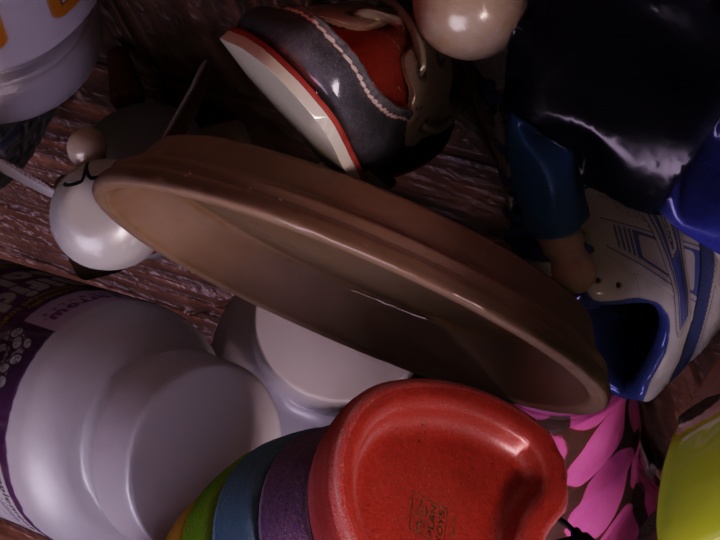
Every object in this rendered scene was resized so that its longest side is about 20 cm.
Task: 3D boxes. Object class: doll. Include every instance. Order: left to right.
[{"bbox_3d":[0.106,-0.049,0.848,0.200,0.137,0.048,29,-162,-6],"label":"doll"}]

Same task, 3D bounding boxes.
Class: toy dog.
[{"bbox_3d":[-0.096,-0.052,1.052,0.200,0.131,0.097,166,85,-73],"label":"toy dog"}]

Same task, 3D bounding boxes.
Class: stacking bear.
[{"bbox_3d":[-0.030,0.127,0.965,0.114,0.122,0.200,30,139,-27],"label":"stacking bear"}]

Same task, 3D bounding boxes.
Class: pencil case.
[{"bbox_3d":[0.092,0.071,1.109,0.200,0.093,0.091,79,173,-59],"label":"pencil case"}]

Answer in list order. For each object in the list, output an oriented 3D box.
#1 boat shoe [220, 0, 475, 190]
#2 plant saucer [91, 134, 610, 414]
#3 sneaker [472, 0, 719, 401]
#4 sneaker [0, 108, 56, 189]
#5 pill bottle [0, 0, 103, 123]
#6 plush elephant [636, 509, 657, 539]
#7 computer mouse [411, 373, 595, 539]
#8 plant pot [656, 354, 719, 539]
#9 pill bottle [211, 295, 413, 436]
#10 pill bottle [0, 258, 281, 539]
[{"bbox_3d":[0.002,-0.068,0.886,0.071,0.063,0.200,51,-175,9],"label":"boat shoe"},{"bbox_3d":[0.000,0.000,0.891,0.199,0.030,0.200,22,171,4],"label":"plant saucer"},{"bbox_3d":[0.085,-0.031,0.919,0.075,0.088,0.200,8,145,45],"label":"sneaker"},{"bbox_3d":[-0.199,-0.115,1.135,0.087,0.075,0.200,29,151,34],"label":"sneaker"},{"bbox_3d":[-0.156,-0.145,0.955,0.111,0.111,0.200,23,154,18],"label":"pill bottle"},{"bbox_3d":[0.196,0.105,0.954,0.200,0.165,0.155,48,-171,22],"label":"plush elephant"},{"bbox_3d":[0.073,0.109,0.980,0.200,0.034,0.059,46,180,42],"label":"computer mouse"},{"bbox_3d":[0.210,0.071,0.754,0.199,0.200,0.182,-32,93,25],"label":"plant pot"},{"bbox_3d":[-0.018,0.064,1.187,0.112,0.113,0.200,29,155,7],"label":"pill bottle"},{"bbox_3d":[-0.129,0.061,1.101,0.200,0.112,0.112,14,151,46],"label":"pill bottle"}]
